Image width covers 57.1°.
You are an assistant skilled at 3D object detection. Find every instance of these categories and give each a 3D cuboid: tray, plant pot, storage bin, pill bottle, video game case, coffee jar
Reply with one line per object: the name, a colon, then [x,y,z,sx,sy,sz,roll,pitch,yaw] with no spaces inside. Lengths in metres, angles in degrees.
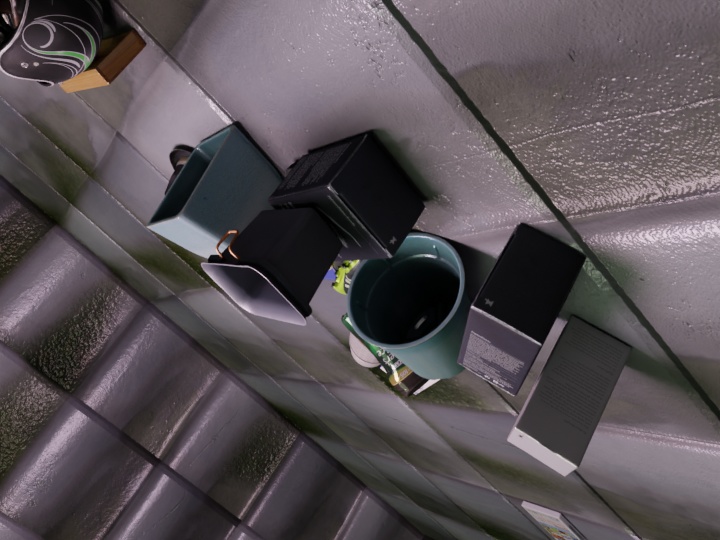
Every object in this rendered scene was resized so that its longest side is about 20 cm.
tray: [-0.459,-0.364,1.161,0.198,0.099,0.037,11,150,46]
plant pot: [0.106,0.076,1.098,0.198,0.203,0.196,18,161,36]
storage bin: [-0.130,-0.023,0.984,0.198,0.135,0.146,3,141,52]
plant pot: [-0.242,-0.112,1.231,0.199,0.199,0.194,38,159,-28]
pill bottle: [0.032,0.135,1.403,0.108,0.110,0.201,32,158,8]
video game case: [0.575,0.746,1.923,0.200,0.018,0.142,47,155,-22]
coffee jar: [0.060,0.134,1.250,0.201,0.104,0.085,50,-175,0]

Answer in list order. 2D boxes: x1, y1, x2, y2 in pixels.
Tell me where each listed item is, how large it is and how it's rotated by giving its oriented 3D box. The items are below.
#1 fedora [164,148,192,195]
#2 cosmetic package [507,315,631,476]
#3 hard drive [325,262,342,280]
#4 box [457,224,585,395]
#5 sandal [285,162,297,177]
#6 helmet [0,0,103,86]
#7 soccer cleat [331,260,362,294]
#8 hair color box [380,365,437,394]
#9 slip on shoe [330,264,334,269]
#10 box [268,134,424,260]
fedora: [-0.347,-0.162,1.396,0.198,0.092,0.202,30,156,15]
cosmetic package: [0.307,0.182,0.974,0.100,0.201,0.072,29,157,15]
hard drive: [-0.122,-0.033,1.410,0.198,0.026,0.132,5,141,52]
box: [0.221,0.061,0.934,0.103,0.149,0.201,28,157,16]
sandal: [-0.064,-0.106,1.167,0.074,0.048,0.203,15,140,44]
helmet: [-0.502,-0.395,1.041,0.198,0.203,0.190,28,-166,17]
soccer cleat: [0.000,0.000,1.264,0.079,0.069,0.200,17,158,-7]
hair color box: [0.120,0.206,1.476,0.108,0.065,0.200,35,156,3]
slip on shoe: [-0.093,-0.022,1.226,0.074,0.061,0.200,44,180,4]
box: [-0.025,-0.102,1.011,0.148,0.105,0.198,47,155,-25]
